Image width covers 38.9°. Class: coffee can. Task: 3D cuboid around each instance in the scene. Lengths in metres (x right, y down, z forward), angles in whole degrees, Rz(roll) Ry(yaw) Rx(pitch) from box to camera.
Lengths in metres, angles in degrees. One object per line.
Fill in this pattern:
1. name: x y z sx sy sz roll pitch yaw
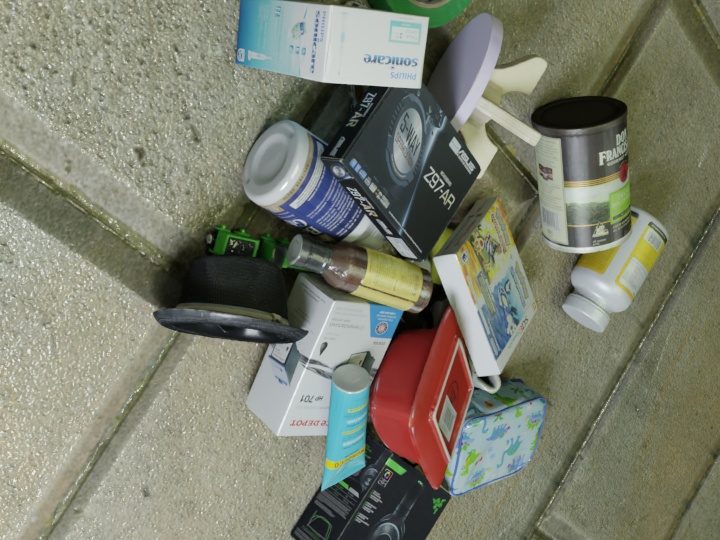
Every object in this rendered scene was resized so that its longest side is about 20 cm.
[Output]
1. coffee can: 0.344 -0.150 1.582 0.145 0.145 0.203 -26 120 -29

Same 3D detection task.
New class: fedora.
1. fedora: -0.154 0.032 1.248 0.198 0.199 0.094 14 76 -40

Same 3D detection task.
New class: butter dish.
1. butter dish: 0.068 0.173 1.445 0.201 0.145 0.202 68 36 -49

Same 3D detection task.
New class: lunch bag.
1. lunch bag: 0.201 0.269 1.641 0.197 0.082 0.164 -12 121 -36

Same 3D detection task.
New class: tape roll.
1. tape roll: 0.081 -0.426 1.345 0.198 0.048 0.205 -13 113 -34

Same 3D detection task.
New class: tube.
1. tube: -0.019 0.214 1.372 0.076 0.050 0.203 -20 136 -26

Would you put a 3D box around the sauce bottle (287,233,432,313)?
1. sauce bottle: 0.000 0.000 1.310 0.197 0.064 0.066 20 93 -29

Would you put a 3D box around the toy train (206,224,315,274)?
1. toy train: -0.109 -0.022 1.325 0.197 0.056 0.043 11 98 -40

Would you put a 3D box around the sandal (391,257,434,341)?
1. sandal: 0.075 0.073 1.495 0.079 0.057 0.205 -17 124 -31

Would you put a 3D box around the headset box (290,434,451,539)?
1. headset box: 0.023 0.362 1.534 0.174 0.092 0.202 42 78 -40

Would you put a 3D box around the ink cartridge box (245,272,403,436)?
1. ink cartridge box: -0.048 0.115 1.370 0.145 0.085 0.203 8 110 -47

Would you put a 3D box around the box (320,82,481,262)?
1. box: 0.056 -0.135 1.294 0.161 0.043 0.200 -55 128 -19

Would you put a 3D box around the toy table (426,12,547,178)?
1. toy table: 0.168 -0.234 1.404 0.116 0.185 0.201 23 117 -26

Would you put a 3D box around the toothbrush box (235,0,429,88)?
1. toothbrush box: -0.037 -0.270 1.205 0.144 0.199 0.087 -3 108 -36

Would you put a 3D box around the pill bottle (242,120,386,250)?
1. pill bottle: -0.046 -0.099 1.313 0.199 0.110 0.113 29 87 -40

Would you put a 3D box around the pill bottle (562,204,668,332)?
1. pill bottle: 0.423 -0.004 1.715 0.112 0.111 0.202 40 80 -39

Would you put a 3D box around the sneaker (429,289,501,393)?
1. sneaker: 0.170 0.111 1.565 0.075 0.086 0.201 -40 127 -13

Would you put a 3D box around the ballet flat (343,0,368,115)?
1. ballet flat: 0.014 -0.251 1.338 0.071 0.072 0.204 -19 116 -32

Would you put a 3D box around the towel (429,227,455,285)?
1. towel: 0.153 -0.015 1.562 0.198 0.018 0.088 15 90 -40

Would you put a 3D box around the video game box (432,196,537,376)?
1. video game box: 0.190 0.022 1.516 0.183 0.046 0.203 -51 124 -51
